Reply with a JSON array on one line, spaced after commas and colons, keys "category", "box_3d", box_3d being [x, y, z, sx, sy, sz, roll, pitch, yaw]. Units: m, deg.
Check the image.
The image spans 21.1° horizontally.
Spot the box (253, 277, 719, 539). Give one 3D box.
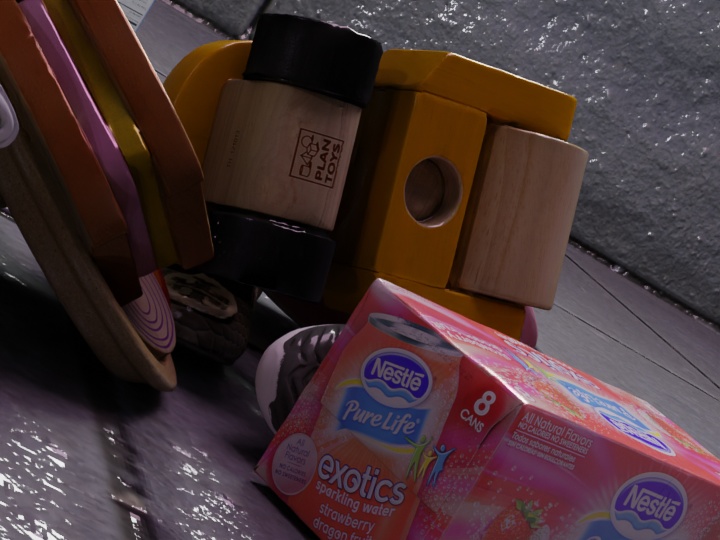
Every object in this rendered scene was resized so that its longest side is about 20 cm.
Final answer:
[{"category": "box", "box_3d": [0.071, 0.092, 0.786, 0.200, 0.095, 0.103, 25, 11, -44]}]

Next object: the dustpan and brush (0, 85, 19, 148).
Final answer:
[{"category": "dustpan and brush", "box_3d": [-0.176, -0.118, 0.601, 0.057, 0.140, 0.200, 22, -28, 56]}]

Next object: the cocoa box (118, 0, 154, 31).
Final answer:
[{"category": "cocoa box", "box_3d": [-0.291, -0.329, 1.911, 0.133, 0.131, 0.200, 25, 10, -45]}]

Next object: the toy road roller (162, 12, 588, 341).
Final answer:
[{"category": "toy road roller", "box_3d": [-0.008, -0.044, 0.905, 0.200, 0.123, 0.146, 14, -1, -33]}]

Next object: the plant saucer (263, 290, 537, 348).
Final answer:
[{"category": "plant saucer", "box_3d": [0.000, 0.000, 1.038, 0.200, 0.051, 0.201, 34, -19, 14]}]

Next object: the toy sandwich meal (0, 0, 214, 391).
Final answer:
[{"category": "toy sandwich meal", "box_3d": [-0.102, -0.046, 0.767, 0.205, 0.070, 0.205, 63, -1, 3]}]

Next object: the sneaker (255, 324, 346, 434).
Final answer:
[{"category": "sneaker", "box_3d": [0.003, 0.062, 0.867, 0.077, 0.076, 0.200, 13, -5, 30]}]

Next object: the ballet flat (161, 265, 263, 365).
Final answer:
[{"category": "ballet flat", "box_3d": [-0.073, 0.006, 0.943, 0.067, 0.046, 0.200, 31, 7, 0]}]

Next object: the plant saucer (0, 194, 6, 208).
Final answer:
[{"category": "plant saucer", "box_3d": [-0.232, -0.074, 0.851, 0.200, 0.035, 0.200, 31, 7, -4]}]
